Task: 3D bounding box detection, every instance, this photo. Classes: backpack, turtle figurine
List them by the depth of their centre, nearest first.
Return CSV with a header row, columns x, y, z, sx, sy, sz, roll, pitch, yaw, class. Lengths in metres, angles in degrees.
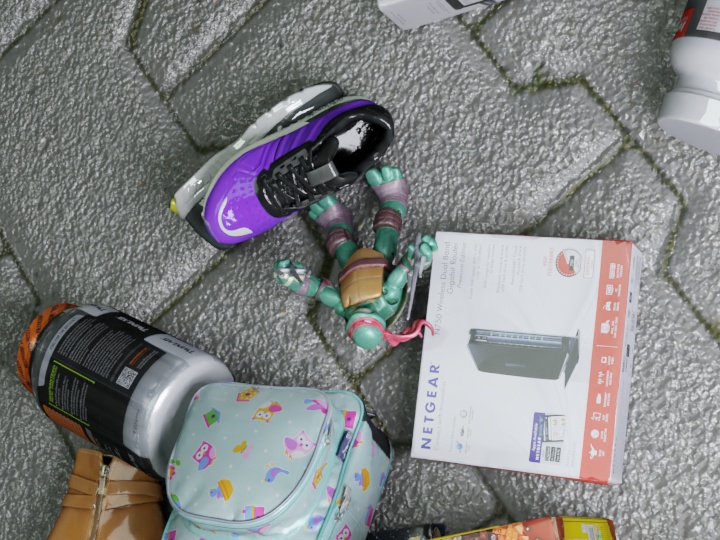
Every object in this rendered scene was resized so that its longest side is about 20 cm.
x,y,z,sx,sy,sz,roll,pitch,yaw,class
-0.079,0.198,1.155,0.174,0.154,0.202,2,64,25,backpack
0.000,0.000,1.183,0.148,0.101,0.201,-10,40,8,turtle figurine

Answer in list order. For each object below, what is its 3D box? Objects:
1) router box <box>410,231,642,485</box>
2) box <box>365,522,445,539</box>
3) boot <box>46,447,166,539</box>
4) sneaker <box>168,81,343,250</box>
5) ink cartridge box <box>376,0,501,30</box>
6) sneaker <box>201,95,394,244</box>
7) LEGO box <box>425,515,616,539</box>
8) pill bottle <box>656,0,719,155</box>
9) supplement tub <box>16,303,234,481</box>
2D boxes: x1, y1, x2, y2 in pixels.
x,y,z,sx,sy,sz,roll,pitch,yaw,class
0.143,0.073,1.164,0.177,0.049,0.203,3,82,24,router box
-0.013,0.307,1.195,0.198,0.038,0.139,-14,75,21,box
-0.278,0.249,1.298,0.197,0.077,0.158,-4,81,20,boot
-0.087,-0.100,1.294,0.199,0.074,0.085,-39,96,4,sneaker
0.109,-0.309,1.238,0.197,0.068,0.118,-14,76,20,ink cartridge box
-0.052,-0.090,1.213,0.199,0.070,0.099,-36,23,-9,sneaker
0.115,0.245,1.062,0.147,0.200,0.078,-16,74,20,LEGO box
0.320,-0.200,1.100,0.115,0.116,0.202,21,88,25,pill bottle
-0.224,0.107,1.269,0.198,0.122,0.124,22,89,34,supplement tub
